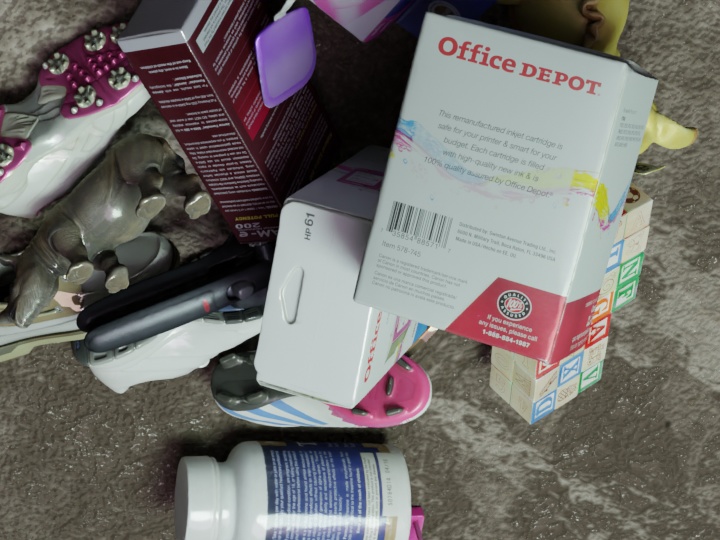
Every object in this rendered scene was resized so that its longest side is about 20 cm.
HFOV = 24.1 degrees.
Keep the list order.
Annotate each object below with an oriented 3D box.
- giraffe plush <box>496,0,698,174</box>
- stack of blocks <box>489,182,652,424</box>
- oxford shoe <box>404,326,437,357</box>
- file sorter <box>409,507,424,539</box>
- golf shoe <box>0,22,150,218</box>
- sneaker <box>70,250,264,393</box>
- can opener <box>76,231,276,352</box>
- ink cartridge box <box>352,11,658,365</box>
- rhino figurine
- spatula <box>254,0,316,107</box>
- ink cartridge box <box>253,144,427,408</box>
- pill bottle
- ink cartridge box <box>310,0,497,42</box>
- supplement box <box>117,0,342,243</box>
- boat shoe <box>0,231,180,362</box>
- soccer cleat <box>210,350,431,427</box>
[{"bbox_3d":[0.151,-0.161,1.264,0.171,0.199,0.164,-19,106,-33],"label":"giraffe plush"},{"bbox_3d":[0.174,0.021,1.422,0.114,0.059,0.201,-28,141,-27],"label":"stack of blocks"},{"bbox_3d":[0.054,-0.004,1.407,0.071,0.071,0.201,30,105,-18],"label":"oxford shoe"},{"bbox_3d":[-0.036,0.317,1.575,0.197,0.126,0.140,1,126,-13],"label":"file sorter"},{"bbox_3d":[-0.213,-0.111,1.271,0.199,0.076,0.092,-33,148,9],"label":"golf shoe"},{"bbox_3d":[-0.138,0.043,1.401,0.198,0.075,0.087,-16,147,1],"label":"sneaker"},{"bbox_3d":[-0.123,0.016,1.306,0.198,0.063,0.079,-22,120,-17],"label":"can opener"},{"bbox_3d":[0.102,-0.059,1.149,0.144,0.144,0.202,18,99,17],"label":"ink cartridge box"},{"bbox_3d":[-0.205,-0.024,1.260,0.199,0.088,0.060,-40,139,11],"label":"rhino figurine"},{"bbox_3d":[-0.048,-0.199,1.164,0.056,0.020,0.201,-37,152,-31],"label":"spatula"},{"bbox_3d":[0.000,0.000,1.283,0.084,0.200,0.146,15,109,15],"label":"ink cartridge box"},{"bbox_3d":[-0.062,0.208,1.499,0.197,0.111,0.112,3,125,-15],"label":"pill bottle"},{"bbox_3d":[0.014,-0.236,1.140,0.199,0.044,0.196,37,148,-8],"label":"ink cartridge box"},{"bbox_3d":[-0.091,-0.129,1.245,0.060,0.109,0.201,-5,133,30],"label":"supplement box"},{"bbox_3d":[-0.242,0.013,1.339,0.198,0.075,0.069,-23,133,5],"label":"boat shoe"},{"bbox_3d":[-0.028,0.098,1.423,0.198,0.071,0.086,2,164,20],"label":"soccer cleat"}]
